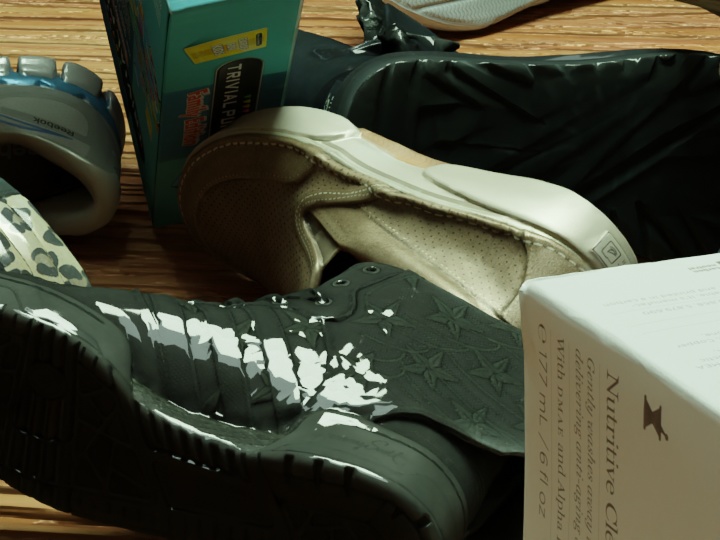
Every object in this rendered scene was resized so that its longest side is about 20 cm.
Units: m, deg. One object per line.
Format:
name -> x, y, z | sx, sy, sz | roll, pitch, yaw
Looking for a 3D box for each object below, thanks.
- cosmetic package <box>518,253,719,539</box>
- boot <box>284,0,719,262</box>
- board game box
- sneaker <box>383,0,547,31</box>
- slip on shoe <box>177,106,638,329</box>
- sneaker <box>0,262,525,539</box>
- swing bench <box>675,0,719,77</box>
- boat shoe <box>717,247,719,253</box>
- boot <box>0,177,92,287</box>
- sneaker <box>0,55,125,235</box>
cosmetic package -> 0.110, 0.077, 0.530 | 0.081, 0.114, 0.200 | -8, 18, -21
boot -> 0.063, -0.056, 0.952 | 0.199, 0.077, 0.168 | 5, 11, -15
board game box -> -0.065, -0.122, 0.893 | 0.047, 0.152, 0.200 | -12, -16, -9
sneaker -> 0.055, -0.157, 1.271 | 0.199, 0.074, 0.071 | -7, 9, -44
slip on shoe -> 0.000, 0.000, 0.821 | 0.199, 0.076, 0.061 | 17, 51, 43
sneaker -> -0.019, 0.034, 0.709 | 0.199, 0.060, 0.104 | 21, 35, 16
swing bench -> 0.219, -0.070, 0.806 | 0.198, 0.130, 0.200 | 24, 22, -15
boat shoe -> 0.147, 0.016, 0.760 | 0.084, 0.069, 0.200 | -3, 19, -6
boot -> -0.182, -0.009, 0.753 | 0.204, 0.074, 0.153 | 47, 35, 17
sneaker -> -0.179, -0.036, 0.924 | 0.199, 0.075, 0.087 | -6, 27, -11
